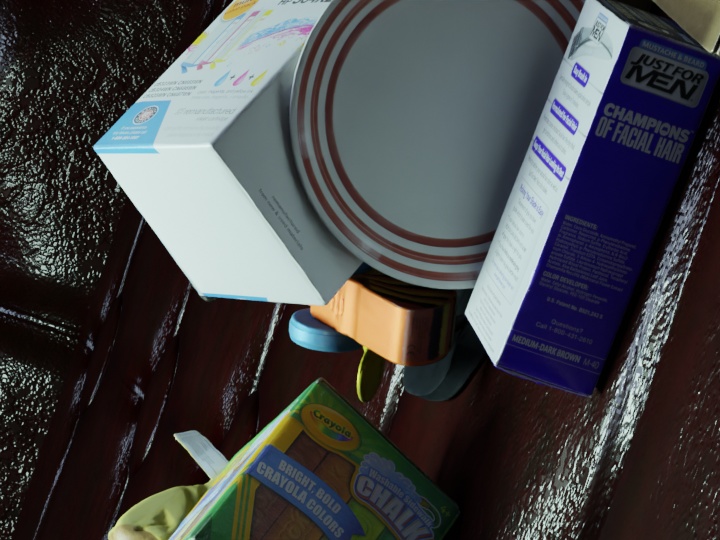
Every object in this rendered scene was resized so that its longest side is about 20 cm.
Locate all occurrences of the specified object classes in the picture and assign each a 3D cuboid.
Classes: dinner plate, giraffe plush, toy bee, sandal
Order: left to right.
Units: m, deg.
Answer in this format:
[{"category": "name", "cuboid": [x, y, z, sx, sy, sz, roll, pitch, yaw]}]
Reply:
[{"category": "giraffe plush", "cuboid": [-0.088, 0.228, 1.965, 0.200, 0.172, 0.163, -116, 24, -59]}, {"category": "toy bee", "cuboid": [0.000, 0.000, 1.783, 0.200, 0.108, 0.131, 44, 128, 31]}, {"category": "dinner plate", "cuboid": [0.055, -0.090, 1.638, 0.024, 0.199, 0.201, -153, 82, -73]}, {"category": "sandal", "cuboid": [0.065, 0.021, 1.801, 0.200, 0.043, 0.076, 130, 156, -59]}]

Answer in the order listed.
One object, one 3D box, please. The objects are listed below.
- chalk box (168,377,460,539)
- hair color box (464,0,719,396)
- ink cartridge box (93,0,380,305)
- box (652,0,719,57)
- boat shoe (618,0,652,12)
[{"category": "chalk box", "cuboid": [-0.033, 0.162, 1.743, 0.200, 0.124, 0.124, -52, 5, -40]}, {"category": "hair color box", "cuboid": [0.127, -0.043, 1.582, 0.109, 0.065, 0.201, -115, 44, -74]}, {"category": "ink cartridge box", "cuboid": [-0.031, -0.094, 1.699, 0.128, 0.125, 0.200, 2, 45, 52]}, {"category": "box", "cuboid": [0.216, -0.222, 1.547, 0.164, 0.021, 0.201, -113, 42, -72]}, {"category": "boat shoe", "cuboid": [0.124, -0.155, 1.740, 0.200, 0.071, 0.065, 124, 160, -54]}]
